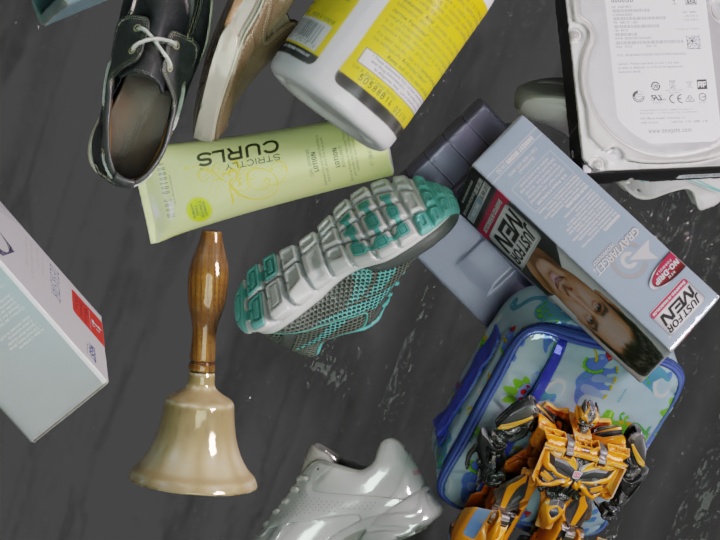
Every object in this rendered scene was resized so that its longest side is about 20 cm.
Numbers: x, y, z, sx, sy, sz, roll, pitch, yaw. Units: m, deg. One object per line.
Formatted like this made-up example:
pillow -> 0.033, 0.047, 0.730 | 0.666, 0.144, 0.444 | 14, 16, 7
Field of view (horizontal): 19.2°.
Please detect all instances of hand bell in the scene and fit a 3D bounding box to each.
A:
hand bell -> -0.123, 0.069, 1.681 | 0.103, 0.104, 0.202 | 5, 95, -10

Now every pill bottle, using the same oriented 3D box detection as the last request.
pill bottle -> 0.032, -0.199, 1.583 | 0.111, 0.111, 0.201 | 37, 87, -17

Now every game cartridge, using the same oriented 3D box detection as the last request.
game cartridge -> 0.119, -0.026, 1.702 | 0.130, 0.038, 0.200 | -42, 109, 11

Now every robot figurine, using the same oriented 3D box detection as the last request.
robot figurine -> 0.143, 0.186, 1.666 | 0.144, 0.058, 0.201 | 15, 123, -16

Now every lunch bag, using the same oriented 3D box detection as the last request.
lunch bag -> 0.152, 0.116, 1.706 | 0.160, 0.083, 0.201 | 19, 120, -16

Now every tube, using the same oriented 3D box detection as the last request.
tube -> -0.075, -0.077, 1.649 | 0.198, 0.058, 0.052 | -11, 148, 1

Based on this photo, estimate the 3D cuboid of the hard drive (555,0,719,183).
hard drive -> 0.221, -0.168, 1.616 | 0.139, 0.038, 0.202 | -2, 76, -8

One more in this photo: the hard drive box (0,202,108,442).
hard drive box -> -0.282, 0.009, 1.589 | 0.077, 0.156, 0.200 | -37, 110, 4

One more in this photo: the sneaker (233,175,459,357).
sneaker -> 0.000, 0.000, 1.665 | 0.199, 0.078, 0.091 | -30, 136, 19

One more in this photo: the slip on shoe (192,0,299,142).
slip on shoe -> -0.074, -0.187, 1.602 | 0.060, 0.076, 0.201 | 18, 97, -11

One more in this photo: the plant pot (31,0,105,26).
plant pot -> -0.153, -0.300, 1.480 | 0.199, 0.196, 0.197 | -20, 96, -12

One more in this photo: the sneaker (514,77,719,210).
sneaker -> 0.211, -0.098, 1.672 | 0.199, 0.071, 0.081 | 14, 108, -13

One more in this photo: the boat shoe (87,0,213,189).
boat shoe -> -0.153, -0.158, 1.595 | 0.071, 0.068, 0.201 | 16, 95, -10

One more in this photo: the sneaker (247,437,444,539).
sneaker -> -0.036, 0.195, 1.739 | 0.199, 0.078, 0.100 | -24, 83, 9

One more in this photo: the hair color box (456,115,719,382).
hair color box -> 0.167, -0.014, 1.598 | 0.200, 0.099, 0.061 | 43, 74, 7
